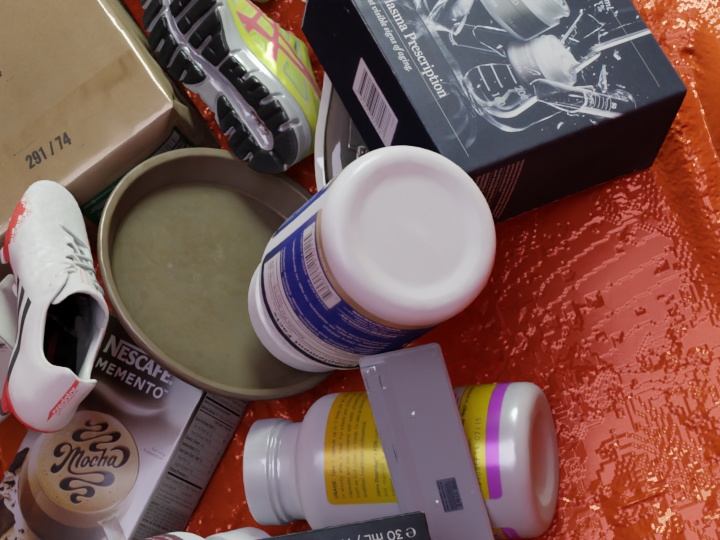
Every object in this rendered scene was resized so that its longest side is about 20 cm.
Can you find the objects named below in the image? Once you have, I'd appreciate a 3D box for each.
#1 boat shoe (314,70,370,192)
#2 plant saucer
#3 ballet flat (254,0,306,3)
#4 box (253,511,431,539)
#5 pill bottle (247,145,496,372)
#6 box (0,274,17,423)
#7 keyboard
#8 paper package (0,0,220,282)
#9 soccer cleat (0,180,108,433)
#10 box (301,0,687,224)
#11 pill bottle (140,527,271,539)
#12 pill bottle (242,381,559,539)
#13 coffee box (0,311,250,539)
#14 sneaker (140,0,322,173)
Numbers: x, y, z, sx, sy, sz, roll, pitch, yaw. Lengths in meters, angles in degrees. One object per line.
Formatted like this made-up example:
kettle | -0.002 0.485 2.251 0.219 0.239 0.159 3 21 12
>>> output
boat shoe | 0.008 -0.106 1.700 0.060 0.072 0.202 -7 69 21
plant saucer | -0.092 0.005 1.665 0.029 0.200 0.200 -48 56 49
ballet flat | -0.056 -0.228 1.763 0.200 0.069 0.070 0 75 19
box | -0.046 0.267 1.461 0.200 0.124 0.197 -8 75 -23
pill bottle | 0.000 0.000 1.560 0.116 0.200 0.116 5 74 -19
box | -0.298 0.098 1.701 0.068 0.082 0.200 44 112 -10
keyboard | 0.051 0.146 1.546 0.056 0.011 0.200 -13 100 14
paper package | -0.239 -0.111 1.767 0.200 0.103 0.191 -37 68 5
soccer cleat | -0.202 0.016 1.621 0.085 0.069 0.200 -38 40 41
box | 0.087 -0.145 1.628 0.182 0.104 0.200 -21 67 -20
pill bottle | -0.145 0.234 1.581 0.110 0.200 0.110 18 113 50
pill bottle | 0.027 0.131 1.609 0.200 0.104 0.104 -4 74 17
coffee box | -0.176 0.141 1.687 0.113 0.080 0.200 24 84 24
sneaker | -0.085 -0.159 1.738 0.078 0.090 0.200 -40 76 39
